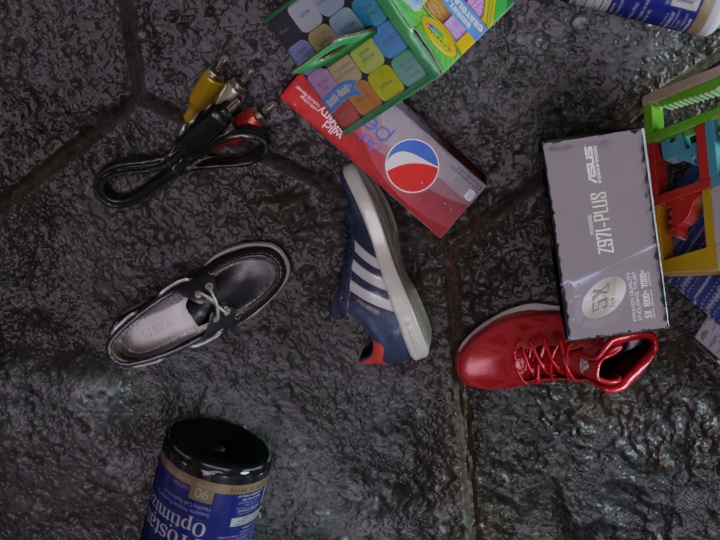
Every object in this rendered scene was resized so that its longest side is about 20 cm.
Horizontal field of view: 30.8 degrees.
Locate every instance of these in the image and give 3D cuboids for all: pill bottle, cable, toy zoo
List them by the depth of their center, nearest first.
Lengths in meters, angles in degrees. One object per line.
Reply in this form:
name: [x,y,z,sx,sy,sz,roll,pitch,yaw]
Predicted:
pill bottle: [0.221,-0.280,1.120,0.198,0.116,0.117,15,107,1]
toy zoo: [0.308,-0.077,1.131,0.131,0.020,0.202,-19,65,47]
cable: [-0.163,-0.116,1.251,0.199,0.051,0.097,-34,118,25]
pill bottle: [-0.163,0.261,1.314,0.111,0.112,0.202,15,107,0]

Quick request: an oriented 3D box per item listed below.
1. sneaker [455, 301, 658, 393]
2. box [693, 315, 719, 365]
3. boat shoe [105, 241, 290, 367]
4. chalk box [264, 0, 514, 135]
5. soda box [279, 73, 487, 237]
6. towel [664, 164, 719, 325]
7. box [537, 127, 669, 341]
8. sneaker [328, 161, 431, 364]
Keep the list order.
sneaker: [0.184,0.076,1.228,0.198,0.116,0.079,-20,103,9]
box: [0.420,0.013,1.179,0.192,0.048,0.201,19,109,-34]
boat shoe: [-0.160,0.036,1.273,0.198,0.060,0.074,-23,103,11]
chalk box: [0.017,-0.208,1.098,0.124,0.200,0.124,-26,106,43]
soda box: [0.022,-0.124,1.210,0.200,0.063,0.070,41,104,-7]
towel: [0.330,-0.033,1.148,0.024,0.200,0.146,22,107,-27]
box: [0.206,-0.037,1.135,0.085,0.200,0.166,-7,96,8]
sneaker: [0.000,0.000,1.244,0.084,0.075,0.202,-16,101,14]
